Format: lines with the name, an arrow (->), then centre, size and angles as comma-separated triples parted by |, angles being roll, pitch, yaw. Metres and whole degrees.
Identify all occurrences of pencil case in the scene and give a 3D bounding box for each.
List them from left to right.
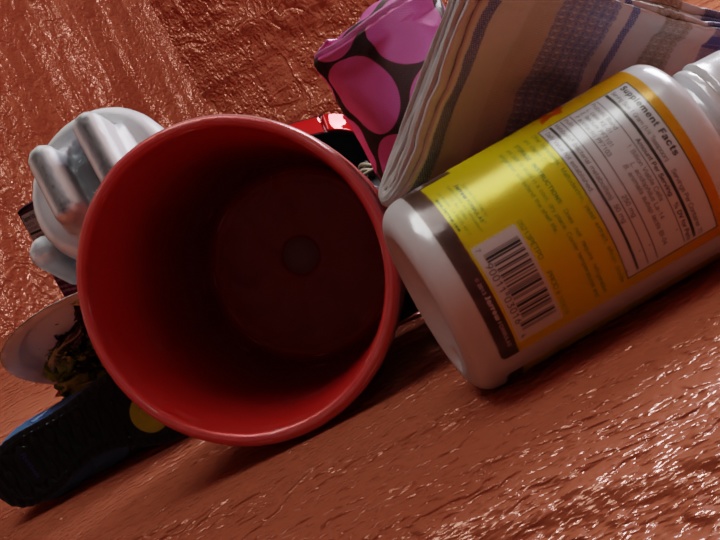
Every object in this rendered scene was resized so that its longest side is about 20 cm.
pencil case -> 0.048, -0.062, 0.983 | 0.094, 0.200, 0.091 | -19, 12, 45

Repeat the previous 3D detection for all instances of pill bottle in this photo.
pill bottle -> 0.119, -0.032, 0.865 | 0.200, 0.110, 0.109 | -29, 7, -6

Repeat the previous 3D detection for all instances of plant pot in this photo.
plant pot -> -0.056, -0.001, 1.073 | 0.200, 0.201, 0.177 | -27, -2, 14

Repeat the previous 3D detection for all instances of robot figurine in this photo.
robot figurine -> -0.161, -0.047, 1.235 | 0.169, 0.113, 0.200 | -31, -23, 9

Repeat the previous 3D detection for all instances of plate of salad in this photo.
plate of salad -> -0.165, 0.051, 1.251 | 0.199, 0.048, 0.200 | -15, -21, -6

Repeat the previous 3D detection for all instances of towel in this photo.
towel -> 0.115, -0.086, 0.911 | 0.199, 0.147, 0.024 | 6, 29, -31

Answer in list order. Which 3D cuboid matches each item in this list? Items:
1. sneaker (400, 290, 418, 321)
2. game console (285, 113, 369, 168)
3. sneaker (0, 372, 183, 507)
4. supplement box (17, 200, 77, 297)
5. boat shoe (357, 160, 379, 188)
sneaker -> 0.000, 0.000, 1.245 | 0.200, 0.076, 0.115 | -27, 9, 33
game console -> -0.073, -0.049, 1.419 | 0.176, 0.031, 0.200 | -16, -32, -4
sneaker -> -0.180, 0.107, 1.244 | 0.200, 0.066, 0.078 | -28, 3, 11
supplement box -> -0.204, -0.001, 1.548 | 0.131, 0.200, 0.103 | -31, 7, -21
boat shoe -> 0.014, -0.052, 1.313 | 0.074, 0.074, 0.200 | -3, -6, 12
